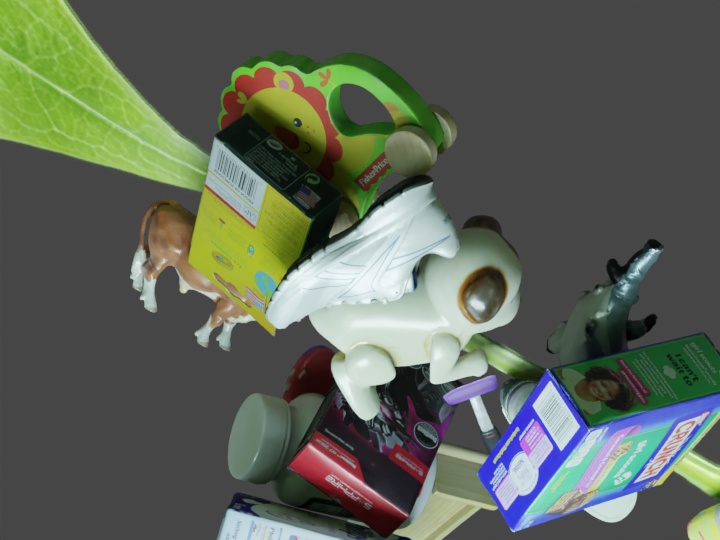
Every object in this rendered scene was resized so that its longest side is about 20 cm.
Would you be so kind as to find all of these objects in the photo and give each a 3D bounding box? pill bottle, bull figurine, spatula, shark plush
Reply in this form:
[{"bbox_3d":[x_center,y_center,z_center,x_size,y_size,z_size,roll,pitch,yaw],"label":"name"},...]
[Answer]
[{"bbox_3d":[-0.031,0.194,1.538,0.199,0.120,0.120,18,139,-25],"label":"pill bottle"},{"bbox_3d":[-0.150,0.011,1.527,0.199,0.065,0.122,35,101,6],"label":"bull figurine"},{"bbox_3d":[0.126,0.152,1.500,0.056,0.021,0.200,-20,146,4],"label":"spatula"},{"bbox_3d":[0.242,0.046,1.401,0.083,0.091,0.201,8,117,-11],"label":"shark plush"}]

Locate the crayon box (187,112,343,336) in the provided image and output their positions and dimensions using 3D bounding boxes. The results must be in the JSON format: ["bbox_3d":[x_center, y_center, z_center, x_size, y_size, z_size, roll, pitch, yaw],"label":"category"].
[{"bbox_3d":[-0.097,-0.040,1.412,0.127,0.051,0.201,41,144,13],"label":"crayon box"}]

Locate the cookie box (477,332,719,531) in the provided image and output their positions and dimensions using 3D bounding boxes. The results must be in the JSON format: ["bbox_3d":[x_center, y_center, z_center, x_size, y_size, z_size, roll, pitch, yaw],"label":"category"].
[{"bbox_3d":[0.234,0.150,1.375,0.075,0.199,0.172,58,142,29],"label":"cookie box"}]

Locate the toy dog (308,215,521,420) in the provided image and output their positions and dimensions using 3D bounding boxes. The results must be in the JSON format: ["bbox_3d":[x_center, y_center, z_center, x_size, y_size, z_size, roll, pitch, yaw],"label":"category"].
[{"bbox_3d":[0.062,0.022,1.405,0.199,0.140,0.195,-19,122,23],"label":"toy dog"}]

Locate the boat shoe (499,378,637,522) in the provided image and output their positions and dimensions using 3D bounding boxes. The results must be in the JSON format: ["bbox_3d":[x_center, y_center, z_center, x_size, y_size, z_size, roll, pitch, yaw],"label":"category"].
[{"bbox_3d":[0.215,0.182,1.519,0.200,0.073,0.062,46,175,-23],"label":"boat shoe"}]

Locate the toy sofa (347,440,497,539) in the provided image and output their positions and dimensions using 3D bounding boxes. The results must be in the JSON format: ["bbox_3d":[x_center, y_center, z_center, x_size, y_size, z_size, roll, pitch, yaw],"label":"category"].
[{"bbox_3d":[0.067,0.254,1.633,0.082,0.098,0.200,18,138,-23],"label":"toy sofa"}]

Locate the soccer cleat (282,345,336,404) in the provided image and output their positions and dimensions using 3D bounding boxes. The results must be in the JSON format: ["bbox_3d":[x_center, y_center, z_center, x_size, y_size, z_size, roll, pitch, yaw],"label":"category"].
[{"bbox_3d":[-0.062,0.164,1.627,0.066,0.077,0.202,-2,118,-16],"label":"soccer cleat"}]

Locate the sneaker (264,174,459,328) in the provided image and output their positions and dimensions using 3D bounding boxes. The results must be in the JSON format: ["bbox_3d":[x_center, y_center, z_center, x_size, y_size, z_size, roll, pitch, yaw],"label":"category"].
[{"bbox_3d":[0.000,0.000,1.309,0.199,0.075,0.087,-34,98,18],"label":"sneaker"}]

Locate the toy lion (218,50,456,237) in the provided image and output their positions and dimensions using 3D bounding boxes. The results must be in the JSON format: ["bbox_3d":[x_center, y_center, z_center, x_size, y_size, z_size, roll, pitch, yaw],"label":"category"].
[{"bbox_3d":[-0.036,-0.133,1.375,0.192,0.069,0.200,46,132,-4],"label":"toy lion"}]

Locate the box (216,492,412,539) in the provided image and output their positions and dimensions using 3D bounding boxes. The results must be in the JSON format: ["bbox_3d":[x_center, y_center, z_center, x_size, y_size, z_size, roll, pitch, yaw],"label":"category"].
[{"bbox_3d":[-0.047,0.299,1.447,0.198,0.106,0.184,16,176,-1],"label":"box"}]

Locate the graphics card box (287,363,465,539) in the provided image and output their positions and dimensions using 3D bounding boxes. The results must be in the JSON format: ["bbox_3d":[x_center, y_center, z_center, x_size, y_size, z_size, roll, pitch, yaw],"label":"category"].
[{"bbox_3d":[0.020,0.156,1.481,0.125,0.200,0.051,36,131,-4],"label":"graphics card box"}]

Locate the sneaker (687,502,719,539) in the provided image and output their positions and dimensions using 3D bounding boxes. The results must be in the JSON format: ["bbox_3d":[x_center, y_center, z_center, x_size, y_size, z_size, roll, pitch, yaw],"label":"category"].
[{"bbox_3d":[0.413,0.311,1.512,0.200,0.078,0.090,51,139,-11],"label":"sneaker"}]
